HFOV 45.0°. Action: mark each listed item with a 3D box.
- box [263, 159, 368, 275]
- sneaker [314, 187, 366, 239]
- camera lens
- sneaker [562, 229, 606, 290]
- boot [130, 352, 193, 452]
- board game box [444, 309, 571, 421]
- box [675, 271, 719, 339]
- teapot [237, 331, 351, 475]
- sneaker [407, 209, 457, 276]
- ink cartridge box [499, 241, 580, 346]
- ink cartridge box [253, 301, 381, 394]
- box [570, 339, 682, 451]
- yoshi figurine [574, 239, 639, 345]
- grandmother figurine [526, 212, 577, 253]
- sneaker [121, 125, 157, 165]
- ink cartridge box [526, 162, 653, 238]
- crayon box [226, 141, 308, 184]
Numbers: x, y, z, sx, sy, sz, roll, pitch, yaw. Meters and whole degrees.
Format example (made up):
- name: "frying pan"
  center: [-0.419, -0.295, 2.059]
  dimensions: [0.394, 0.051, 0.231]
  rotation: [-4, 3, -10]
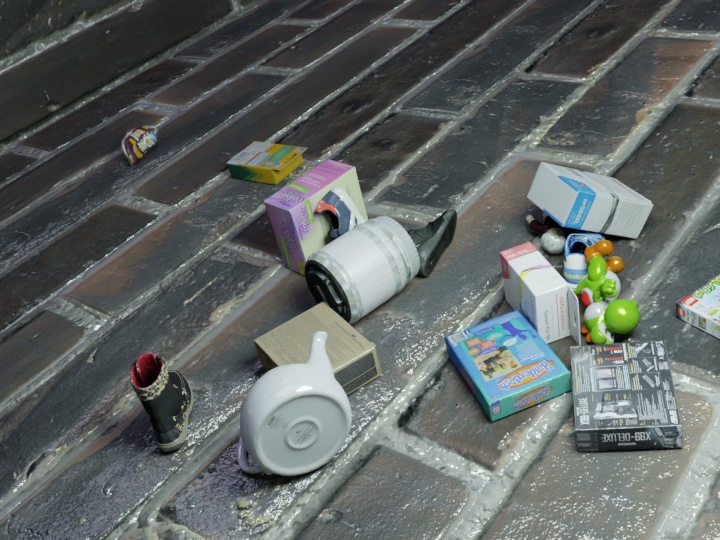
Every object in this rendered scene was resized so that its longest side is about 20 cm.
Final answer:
- name: "box"
  center: [-0.092, -0.118, 1.941]
  dimensions: [0.096, 0.177, 0.200]
  rotation: [21, 48, 42]
- name: "sneaker"
  center: [-0.020, -0.079, 1.871]
  dimensions: [0.084, 0.200, 0.075]
  rotation: [-44, 7, -15]
- name: "camera lens"
  center: [0.000, 0.000, 1.748]
  dimensions: [0.199, 0.161, 0.160]
  rotation: [-33, 38, -25]
- name: "sneaker"
  center: [0.441, -0.043, 1.708]
  dimensions: [0.073, 0.083, 0.200]
  rotation: [0, 33, 22]
- name: "boot"
  center: [-0.364, 0.213, 1.591]
  dimensions: [0.073, 0.151, 0.201]
  rotation: [-13, 34, 3]
- name: "board game box"
  center: [0.254, 0.161, 1.520]
  dimensions: [0.151, 0.045, 0.200]
  rotation: [-19, 34, -7]
- name: "box"
  center: [0.667, 0.044, 1.536]
  dimensions: [0.199, 0.035, 0.110]
  rotation: [-30, 36, -21]
- name: "teapot"
  center: [-0.119, 0.232, 1.444]
  dimensions: [0.199, 0.199, 0.146]
  rotation: [-18, 32, -16]
- name: "sneaker"
  center: [0.133, -0.073, 1.875]
  dimensions: [0.113, 0.077, 0.200]
  rotation: [17, 50, 25]
- name: "ink cartridge box"
  center: [0.327, 0.051, 1.585]
  dimensions: [0.067, 0.117, 0.200]
  rotation: [-18, 33, -7]
- name: "ink cartridge box"
  center: [-0.082, 0.162, 1.624]
  dimensions: [0.164, 0.076, 0.200]
  rotation: [-27, 35, -20]
- name: "box"
  center: [0.421, 0.198, 1.396]
  dimensions: [0.156, 0.050, 0.201]
  rotation: [-6, 35, 14]
- name: "yoshi figurine"
  center: [0.452, 0.045, 1.552]
  dimensions: [0.111, 0.112, 0.201]
  rotation: [11, 54, -1]
- name: "grandmother figurine"
  center: [0.409, -0.103, 1.829]
  dimensions: [0.120, 0.061, 0.201]
  rotation: [-3, 34, 17]
- name: "sneaker"
  center: [-0.669, -0.393, 2.655]
  dimensions: [0.089, 0.075, 0.201]
  rotation: [-18, 34, 5]
- name: "ink cartridge box"
  center: [0.464, -0.141, 1.762]
  dimensions: [0.199, 0.085, 0.146]
  rotation: [8, 25, -27]
- name: "crayon box"
  center: [-0.248, -0.292, 2.366]
  dimensions: [0.199, 0.052, 0.126]
  rotation: [12, 42, 35]
